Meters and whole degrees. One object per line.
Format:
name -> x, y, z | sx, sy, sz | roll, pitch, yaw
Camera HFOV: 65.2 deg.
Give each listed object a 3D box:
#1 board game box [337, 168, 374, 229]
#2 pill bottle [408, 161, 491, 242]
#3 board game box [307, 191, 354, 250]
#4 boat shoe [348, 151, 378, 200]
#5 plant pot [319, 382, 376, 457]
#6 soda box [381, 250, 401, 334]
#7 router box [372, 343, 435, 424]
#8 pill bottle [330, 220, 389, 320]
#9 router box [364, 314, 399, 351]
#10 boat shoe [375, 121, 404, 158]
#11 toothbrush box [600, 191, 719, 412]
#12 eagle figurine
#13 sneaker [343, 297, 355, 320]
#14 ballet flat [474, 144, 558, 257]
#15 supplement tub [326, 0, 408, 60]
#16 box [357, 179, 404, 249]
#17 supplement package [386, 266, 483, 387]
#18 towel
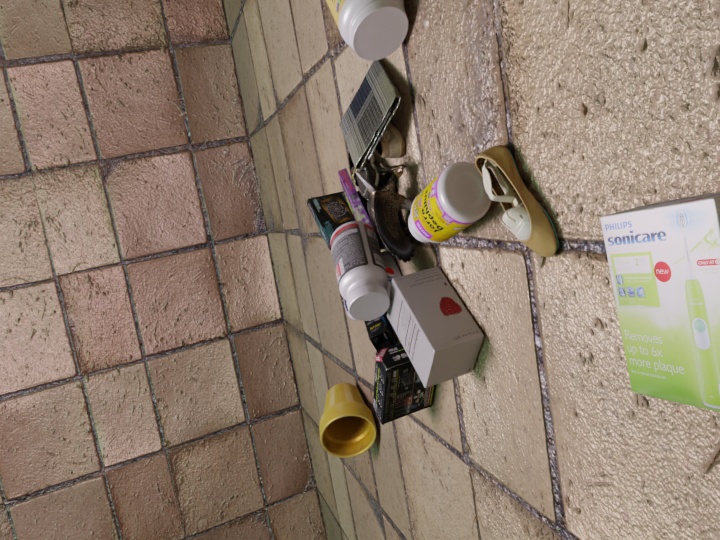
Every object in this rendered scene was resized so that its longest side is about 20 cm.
board game box -> -0.003, -0.144, 1.420 | 0.121, 0.031, 0.204 | 64, -178, -61
pill bottle -> 0.155, -0.114, 1.040 | 0.200, 0.101, 0.108 | 140, 116, -70
board game box -> -0.063, -0.148, 1.622 | 0.029, 0.131, 0.203 | 96, 154, -46
boat shoe -> 0.003, -0.239, 1.384 | 0.204, 0.059, 0.073 | -99, 32, -54
plant pot -> -0.050, 0.505, 1.955 | 0.191, 0.193, 0.207 | -103, 10, -58
soda box -> 0.080, 0.053, 1.435 | 0.069, 0.061, 0.204 | 102, 150, -56
router box -> 0.108, 0.262, 1.353 | 0.063, 0.145, 0.205 | -125, 29, -46
pill bottle -> 0.000, 0.000, 1.256 | 0.118, 0.111, 0.205 | 99, 163, -49
router box -> 0.058, 0.162, 1.441 | 0.202, 0.050, 0.152 | 61, -172, -45
boat shoe -> 0.036, -0.328, 1.314 | 0.074, 0.063, 0.203 | 97, 154, -45
toothbrush box -> 0.348, 0.029, 0.586 | 0.145, 0.083, 0.208 | 178, 82, -71
eagle figurine -> 0.066, -0.130, 1.247 | 0.148, 0.149, 0.208 | 16, 103, 39
sneaker -> -0.019, 0.013, 1.383 | 0.110, 0.067, 0.205 | 67, -162, -49
ballet flat -> 0.234, -0.103, 0.873 | 0.069, 0.061, 0.205 | 109, 144, -59
supplement tub -> 0.007, -0.546, 1.138 | 0.147, 0.141, 0.205 | 110, 143, -58
box -> 0.048, -0.137, 1.438 | 0.199, 0.042, 0.167 | 179, 80, -71
supplement package -> 0.150, 0.114, 1.175 | 0.122, 0.117, 0.203 | 97, 153, -44
towel -> 0.022, -0.351, 1.264 | 0.195, 0.034, 0.204 | -55, 34, 33
